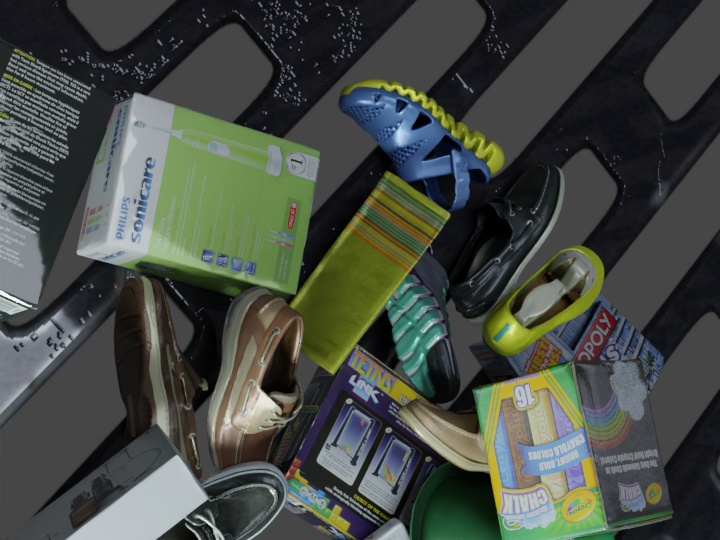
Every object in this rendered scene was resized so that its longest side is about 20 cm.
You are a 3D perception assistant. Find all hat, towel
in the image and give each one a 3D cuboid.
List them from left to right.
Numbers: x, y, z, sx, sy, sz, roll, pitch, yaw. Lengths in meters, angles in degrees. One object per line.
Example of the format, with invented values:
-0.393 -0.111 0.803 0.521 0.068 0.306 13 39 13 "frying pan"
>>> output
0.000 0.000 1.597 0.086 0.018 0.201 32 79 24 "towel"
0.170 0.273 1.549 0.166 0.175 0.201 -50 117 -38 "hat"

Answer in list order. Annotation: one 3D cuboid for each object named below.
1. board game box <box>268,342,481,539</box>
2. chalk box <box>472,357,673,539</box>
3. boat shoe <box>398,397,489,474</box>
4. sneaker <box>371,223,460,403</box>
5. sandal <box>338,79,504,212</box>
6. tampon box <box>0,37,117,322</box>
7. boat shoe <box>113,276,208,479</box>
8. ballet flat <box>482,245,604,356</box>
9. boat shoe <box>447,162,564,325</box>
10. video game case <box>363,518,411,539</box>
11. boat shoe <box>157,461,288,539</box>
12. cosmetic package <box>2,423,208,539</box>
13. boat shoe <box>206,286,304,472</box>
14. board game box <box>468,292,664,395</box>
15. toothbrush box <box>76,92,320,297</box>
0.017 0.195 1.611 0.199 0.057 0.166 38 65 -21 "board game box"
0.205 0.194 1.524 0.124 0.123 0.202 2 75 -48 "chalk box"
0.123 0.161 1.597 0.199 0.071 0.065 27 101 -34 "boat shoe"
0.072 0.035 1.632 0.087 0.074 0.202 -8 67 -39 "sneaker"
0.059 -0.128 1.669 0.199 0.079 0.088 29 73 -22 "sandal"
-0.321 -0.074 1.400 0.126 0.150 0.202 27 71 -23 "tampon box"
-0.182 0.105 1.505 0.074 0.074 0.205 -6 98 -33 "boat shoe"
0.203 0.022 1.680 0.067 0.067 0.200 45 52 12 "ballet flat"
0.148 -0.043 1.708 0.066 0.074 0.200 41 75 -31 "boat shoe"
0.011 0.372 1.568 0.181 0.023 0.201 -34 108 -15 "video game case"
-0.150 0.243 1.475 0.199 0.071 0.073 -29 102 -14 "boat shoe"
-0.232 0.221 1.380 0.199 0.151 0.052 -37 100 -9 "cosmetic package"
-0.094 0.119 1.512 0.075 0.071 0.202 -22 124 -52 "boat shoe"
0.222 0.103 1.738 0.200 0.062 0.201 43 65 -19 "board game box"
-0.152 -0.065 1.533 0.198 0.086 0.147 15 76 -28 "toothbrush box"
